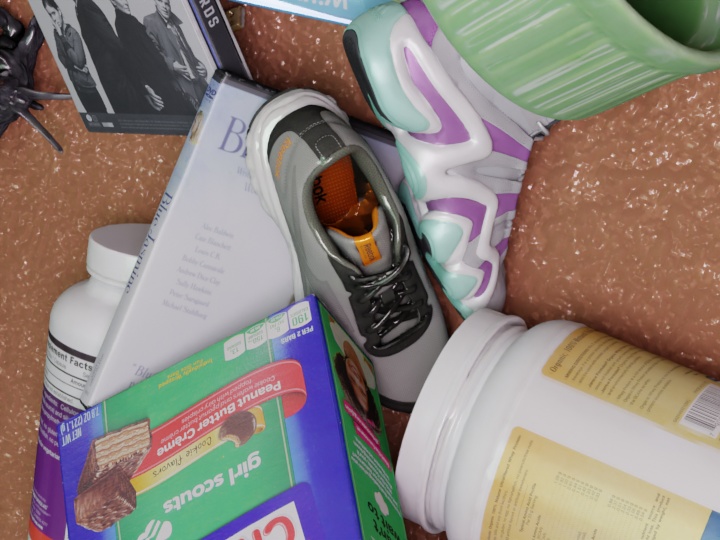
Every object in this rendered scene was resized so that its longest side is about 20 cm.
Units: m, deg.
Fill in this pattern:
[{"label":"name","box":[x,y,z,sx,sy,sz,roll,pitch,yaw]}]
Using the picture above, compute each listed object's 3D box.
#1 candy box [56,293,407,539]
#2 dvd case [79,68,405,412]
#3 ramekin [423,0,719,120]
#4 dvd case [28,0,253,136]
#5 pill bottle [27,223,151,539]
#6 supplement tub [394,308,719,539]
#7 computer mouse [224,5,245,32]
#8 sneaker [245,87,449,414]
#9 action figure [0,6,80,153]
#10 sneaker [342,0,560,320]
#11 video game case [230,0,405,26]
[{"label":"candy box","box":[-0.065,0.137,1.469,0.169,0.077,0.200,-27,46,15]},{"label":"dvd case","box":[-0.054,0.004,1.559,0.201,0.142,0.018,-67,27,9]},{"label":"ramekin","box":[0.105,-0.173,1.424,0.098,0.200,0.201,-29,89,34]},{"label":"dvd case","box":[-0.140,-0.165,1.561,0.150,0.025,0.201,6,126,49]},{"label":"pill bottle","box":[-0.127,0.079,1.628,0.112,0.112,0.201,14,106,22]},{"label":"supplement tub","box":[0.133,0.112,1.497,0.199,0.145,0.145,23,110,19]},{"label":"computer mouse","box":[-0.089,-0.202,1.586,0.200,0.046,0.141,-25,89,27]},{"label":"sneaker","box":[0.000,0.000,1.526,0.074,0.079,0.201,-32,119,-11]},{"label":"action figure","box":[-0.261,-0.127,1.653,0.199,0.102,0.119,26,99,19]},{"label":"sneaker","box":[0.085,-0.071,1.523,0.139,0.078,0.200,-23,125,-5]},{"label":"video game case","box":[-0.006,-0.233,1.531,0.143,0.018,0.201,12,107,0]}]
